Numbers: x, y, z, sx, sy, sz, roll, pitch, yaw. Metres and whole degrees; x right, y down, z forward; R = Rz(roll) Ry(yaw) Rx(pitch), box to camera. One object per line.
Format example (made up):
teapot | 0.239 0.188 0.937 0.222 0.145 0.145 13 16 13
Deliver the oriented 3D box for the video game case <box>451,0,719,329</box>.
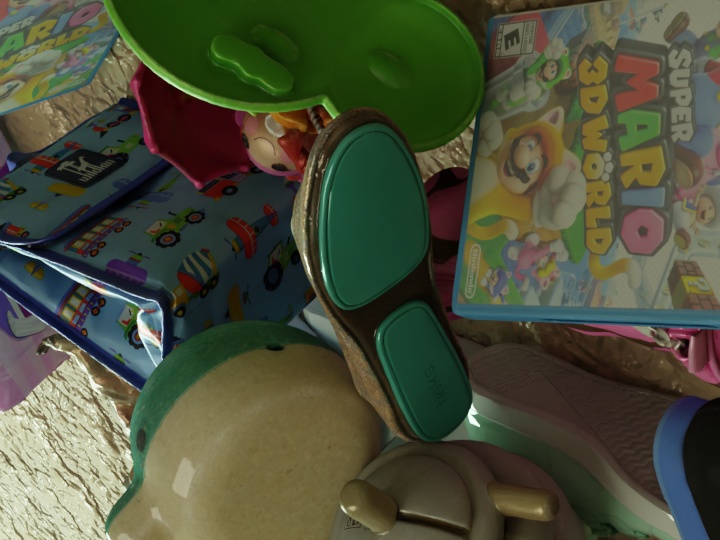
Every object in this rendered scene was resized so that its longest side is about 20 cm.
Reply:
video game case | 0.123 -0.048 0.749 0.199 0.018 0.145 1 80 47

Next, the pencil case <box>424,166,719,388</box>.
pencil case | 0.105 0.001 0.833 0.199 0.094 0.091 10 131 43

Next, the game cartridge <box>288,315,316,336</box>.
game cartridge | -0.041 0.106 1.121 0.133 0.041 0.201 50 156 35

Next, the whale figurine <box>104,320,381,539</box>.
whale figurine | -0.067 0.116 0.923 0.104 0.158 0.201 46 135 45

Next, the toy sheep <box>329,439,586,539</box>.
toy sheep | 0.052 0.146 0.874 0.137 0.139 0.200 12 156 41

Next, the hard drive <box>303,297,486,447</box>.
hard drive | 0.037 0.113 1.081 0.131 0.026 0.201 20 136 36

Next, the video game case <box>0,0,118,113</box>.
video game case | -0.186 -0.135 0.966 0.018 0.142 0.200 61 147 9

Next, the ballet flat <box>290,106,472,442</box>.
ballet flat | 0.000 0.000 0.817 0.067 0.068 0.201 39 153 45

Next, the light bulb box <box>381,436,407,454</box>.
light bulb box | 0.048 0.245 1.043 0.199 0.125 0.199 33 133 21

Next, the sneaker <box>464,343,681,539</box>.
sneaker | 0.140 0.125 0.934 0.200 0.074 0.119 27 138 39

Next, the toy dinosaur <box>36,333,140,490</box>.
toy dinosaur | -0.137 0.049 1.168 0.135 0.086 0.201 27 129 16

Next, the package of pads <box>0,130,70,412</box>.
package of pads | -0.272 -0.013 1.215 0.075 0.121 0.201 -4 121 43

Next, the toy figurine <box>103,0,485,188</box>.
toy figurine | -0.045 -0.099 0.890 0.199 0.151 0.184 35 157 2

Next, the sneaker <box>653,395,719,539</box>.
sneaker | 0.204 0.146 0.799 0.078 0.070 0.201 -1 123 55

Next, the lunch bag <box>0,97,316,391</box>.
lunch bag | -0.131 -0.027 1.017 0.199 0.150 0.095 24 140 30
